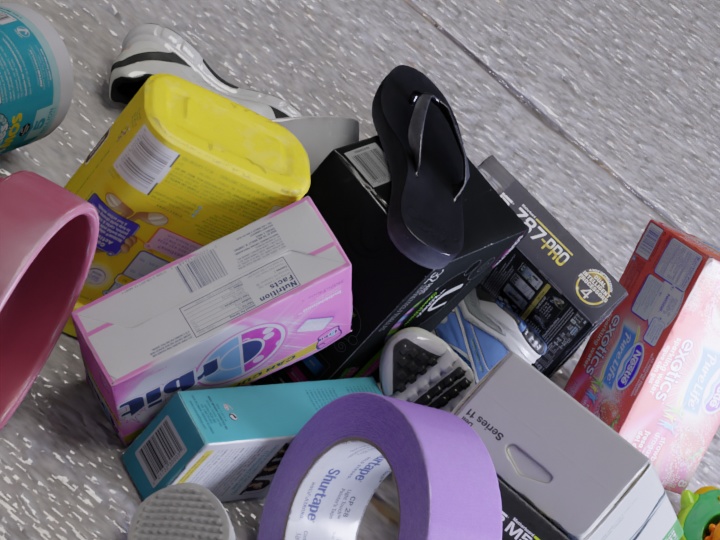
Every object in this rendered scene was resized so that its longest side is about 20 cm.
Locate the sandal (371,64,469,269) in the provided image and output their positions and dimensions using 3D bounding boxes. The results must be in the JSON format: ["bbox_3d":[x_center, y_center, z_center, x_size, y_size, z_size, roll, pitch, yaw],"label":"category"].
[{"bbox_3d":[0.054,-0.082,1.720,0.076,0.043,0.200,23,38,-26],"label":"sandal"}]

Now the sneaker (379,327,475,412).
[{"bbox_3d":[0.056,0.096,1.818,0.081,0.075,0.200,57,1,37],"label":"sneaker"}]

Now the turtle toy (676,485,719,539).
[{"bbox_3d":[0.338,0.257,1.938,0.200,0.101,0.146,49,33,-4],"label":"turtle toy"}]

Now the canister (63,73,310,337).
[{"bbox_3d":[-0.146,-0.036,1.686,0.148,0.200,0.087,24,38,-25],"label":"canister"}]

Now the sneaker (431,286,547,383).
[{"bbox_3d":[0.062,0.030,1.937,0.200,0.077,0.076,41,3,34],"label":"sneaker"}]

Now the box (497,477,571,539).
[{"bbox_3d":[0.140,0.225,1.726,0.200,0.048,0.193,40,-6,-1],"label":"box"}]

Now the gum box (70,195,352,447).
[{"bbox_3d":[-0.098,0.035,1.643,0.200,0.114,0.066,-26,67,-13],"label":"gum box"}]

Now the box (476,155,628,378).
[{"bbox_3d":[0.132,0.004,1.946,0.161,0.200,0.049,44,73,7],"label":"box"}]

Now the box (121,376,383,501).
[{"bbox_3d":[-0.070,0.124,1.692,0.200,0.082,0.049,-1,52,-47],"label":"box"}]

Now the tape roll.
[{"bbox_3d":[0.010,0.187,1.594,0.066,0.200,0.200,15,42,-34],"label":"tape roll"}]

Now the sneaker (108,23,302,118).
[{"bbox_3d":[-0.124,-0.122,1.932,0.200,0.074,0.080,31,38,-2],"label":"sneaker"}]

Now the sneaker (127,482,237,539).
[{"bbox_3d":[-0.106,0.229,1.549,0.200,0.078,0.079,-112,-176,-53],"label":"sneaker"}]

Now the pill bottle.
[{"bbox_3d":[-0.310,-0.127,1.703,0.111,0.111,0.200,48,35,9],"label":"pill bottle"}]

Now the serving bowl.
[{"bbox_3d":[-0.096,-0.071,1.811,0.200,0.200,0.066,-4,85,-48],"label":"serving bowl"}]

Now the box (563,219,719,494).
[{"bbox_3d":[0.260,0.073,1.960,0.095,0.200,0.103,21,10,-29],"label":"box"}]

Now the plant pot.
[{"bbox_3d":[-0.296,0.004,1.518,0.179,0.200,0.200,28,33,7],"label":"plant pot"}]

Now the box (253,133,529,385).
[{"bbox_3d":[0.000,0.000,1.794,0.124,0.200,0.149,50,35,13],"label":"box"}]

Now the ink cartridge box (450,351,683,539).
[{"bbox_3d":[0.157,0.161,1.763,0.147,0.083,0.200,39,-7,24],"label":"ink cartridge box"}]
